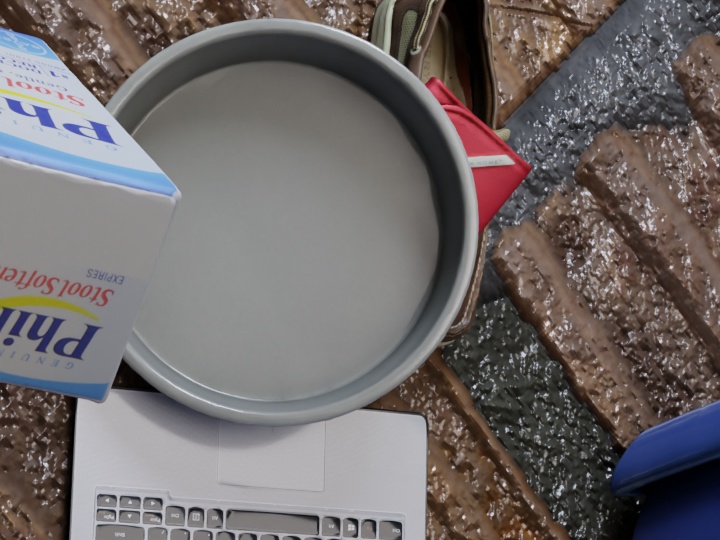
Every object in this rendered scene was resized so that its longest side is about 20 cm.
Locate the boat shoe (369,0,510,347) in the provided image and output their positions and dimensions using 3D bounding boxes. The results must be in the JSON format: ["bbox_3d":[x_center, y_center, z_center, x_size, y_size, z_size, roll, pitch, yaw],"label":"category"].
[{"bbox_3d":[0.042,-0.062,1.213,0.075,0.075,0.203,2,79,-33],"label":"boat shoe"}]

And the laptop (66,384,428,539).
[{"bbox_3d":[-0.035,0.151,1.070,0.187,0.116,0.200,7,76,-21],"label":"laptop"}]

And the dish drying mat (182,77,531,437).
[{"bbox_3d":[0.000,0.000,1.161,0.077,0.018,0.200,42,82,-20],"label":"dish drying mat"}]

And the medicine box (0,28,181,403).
[{"bbox_3d":[-0.202,-0.044,0.960,0.182,0.200,0.103,13,107,-32],"label":"medicine box"}]

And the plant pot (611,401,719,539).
[{"bbox_3d":[0.261,0.154,1.237,0.200,0.200,0.180,0,73,-34],"label":"plant pot"}]

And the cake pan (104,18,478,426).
[{"bbox_3d":[-0.043,-0.023,1.122,0.200,0.037,0.201,0,84,-5],"label":"cake pan"}]
